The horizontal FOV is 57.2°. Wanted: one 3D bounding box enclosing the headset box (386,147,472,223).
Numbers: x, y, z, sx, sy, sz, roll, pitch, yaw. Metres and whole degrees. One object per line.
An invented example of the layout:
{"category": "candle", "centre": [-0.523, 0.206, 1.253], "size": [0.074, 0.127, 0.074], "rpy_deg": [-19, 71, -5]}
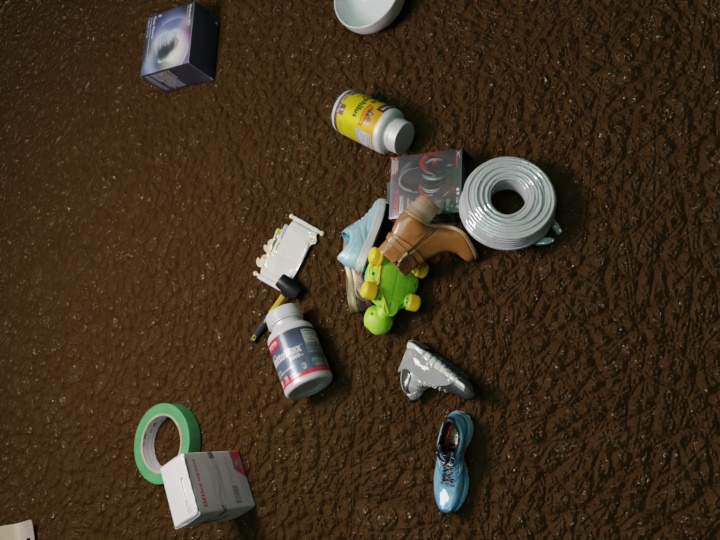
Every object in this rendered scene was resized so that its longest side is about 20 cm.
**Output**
{"category": "headset box", "centre": [0.150, -0.184, 1.501], "size": [0.197, 0.075, 0.152], "rpy_deg": [-2, 78, 29]}

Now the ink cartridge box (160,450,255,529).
{"category": "ink cartridge box", "centre": [-0.356, 0.509, 1.548], "size": [0.084, 0.199, 0.147], "rpy_deg": [-33, 64, 18]}

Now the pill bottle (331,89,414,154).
{"category": "pill bottle", "centre": [0.032, -0.352, 1.589], "size": [0.199, 0.109, 0.111], "rpy_deg": [32, 94, 31]}

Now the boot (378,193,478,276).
{"category": "boot", "centre": [0.144, -0.044, 1.415], "size": [0.155, 0.199, 0.074], "rpy_deg": [-50, 16, 0]}

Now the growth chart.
{"category": "growth chart", "centre": [-0.191, -0.046, 1.695], "size": [0.144, 0.018, 0.202], "rpy_deg": [35, 96, 32]}

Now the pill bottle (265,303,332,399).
{"category": "pill bottle", "centre": [-0.153, 0.187, 1.558], "size": [0.119, 0.119, 0.202], "rpy_deg": [-33, 64, 18]}

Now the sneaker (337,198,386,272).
{"category": "sneaker", "centre": [0.003, -0.095, 1.524], "size": [0.081, 0.074, 0.202], "rpy_deg": [20, 58, 2]}

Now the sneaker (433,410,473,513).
{"category": "sneaker", "centre": [0.175, 0.387, 1.340], "size": [0.077, 0.090, 0.204], "rpy_deg": [1, 79, 29]}

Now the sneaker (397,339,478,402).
{"category": "sneaker", "centre": [0.155, 0.245, 1.404], "size": [0.199, 0.074, 0.117], "rpy_deg": [36, 102, 41]}

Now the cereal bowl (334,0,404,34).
{"category": "cereal bowl", "centre": [0.033, -0.693, 1.686], "size": [0.197, 0.083, 0.204], "rpy_deg": [-8, 74, 27]}

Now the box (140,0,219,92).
{"category": "box", "centre": [-0.542, -0.669, 1.984], "size": [0.195, 0.123, 0.204], "rpy_deg": [-5, 76, 27]}

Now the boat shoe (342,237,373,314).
{"category": "boat shoe", "centre": [0.000, 0.000, 1.554], "size": [0.070, 0.072, 0.204], "rpy_deg": [-8, 68, 6]}

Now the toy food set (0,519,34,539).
{"category": "toy food set", "centre": [-1.030, 0.820, 1.947], "size": [0.197, 0.060, 0.146], "rpy_deg": [-17, 81, 26]}

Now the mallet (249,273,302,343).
{"category": "mallet", "centre": [-0.229, 0.096, 1.662], "size": [0.066, 0.041, 0.200], "rpy_deg": [43, 106, 0]}

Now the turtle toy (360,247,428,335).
{"category": "turtle toy", "centre": [0.060, 0.044, 1.473], "size": [0.101, 0.143, 0.204], "rpy_deg": [174, 111, -71]}

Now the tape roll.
{"category": "tape roll", "centre": [-0.508, 0.454, 1.736], "size": [0.197, 0.048, 0.205], "rpy_deg": [-8, 74, 28]}

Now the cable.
{"category": "cable", "centre": [0.305, -0.138, 1.370], "size": [0.196, 0.069, 0.203], "rpy_deg": [-14, 67, 0]}
